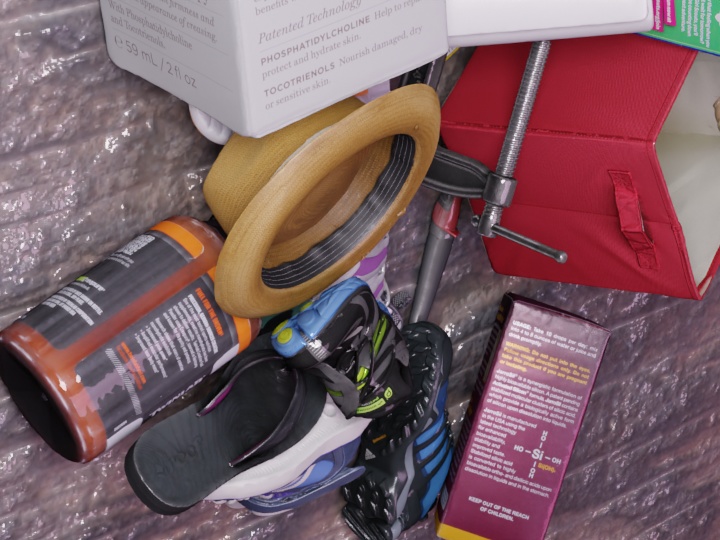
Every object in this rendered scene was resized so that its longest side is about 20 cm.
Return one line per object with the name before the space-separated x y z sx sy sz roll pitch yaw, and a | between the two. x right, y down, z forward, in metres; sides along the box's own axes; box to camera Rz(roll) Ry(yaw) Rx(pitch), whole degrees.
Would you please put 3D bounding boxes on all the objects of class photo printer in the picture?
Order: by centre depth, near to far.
photo printer | 0.091 -0.235 1.290 0.069 0.198 0.168 -45 132 -78

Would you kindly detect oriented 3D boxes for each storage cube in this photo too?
storage cube | 0.189 -0.105 1.459 0.201 0.179 0.171 -61 143 -32

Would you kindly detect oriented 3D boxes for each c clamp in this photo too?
c clamp | 0.097 -0.122 1.365 0.027 0.170 0.201 2 102 -53

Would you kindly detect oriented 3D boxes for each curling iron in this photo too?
curling iron | 0.075 -0.039 1.529 0.049 0.026 0.201 5 108 -44

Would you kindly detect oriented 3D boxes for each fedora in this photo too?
fedora | -0.036 -0.061 1.259 0.200 0.082 0.201 -40 157 -20

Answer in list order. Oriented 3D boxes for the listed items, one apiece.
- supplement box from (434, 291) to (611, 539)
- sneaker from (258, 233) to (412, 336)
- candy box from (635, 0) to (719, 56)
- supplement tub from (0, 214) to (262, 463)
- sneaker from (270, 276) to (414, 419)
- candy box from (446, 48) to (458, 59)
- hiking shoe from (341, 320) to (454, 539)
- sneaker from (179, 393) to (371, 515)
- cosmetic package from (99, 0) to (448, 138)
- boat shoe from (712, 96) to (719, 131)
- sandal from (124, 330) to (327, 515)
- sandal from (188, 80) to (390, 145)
supplement box | 0.130 0.127 1.576 0.110 0.085 0.201 -71 179 -88
sneaker | 0.000 0.000 1.451 0.139 0.078 0.201 14 110 -48
candy box | 0.268 -0.231 1.365 0.169 0.199 0.077 -52 147 -34
supplement tub | -0.140 0.034 1.304 0.200 0.107 0.107 -36 132 -24
sneaker | -0.001 0.058 1.324 0.071 0.083 0.200 -34 164 8
candy box | 0.046 -0.246 1.391 0.102 0.026 0.200 -42 134 -15
hiking shoe | 0.039 0.124 1.561 0.086 0.074 0.201 -19 132 -48
sneaker | -0.085 0.148 1.407 0.199 0.081 0.147 -20 155 -40
cosmetic package | -0.061 -0.222 1.198 0.166 0.167 0.201 -26 127 -30
boat shoe | 0.296 -0.150 1.403 0.071 0.065 0.200 -37 177 36
sandal | -0.077 0.098 1.308 0.048 0.075 0.200 -42 179 43
sandal | -0.058 -0.123 1.333 0.206 0.059 0.080 -12 91 -49
